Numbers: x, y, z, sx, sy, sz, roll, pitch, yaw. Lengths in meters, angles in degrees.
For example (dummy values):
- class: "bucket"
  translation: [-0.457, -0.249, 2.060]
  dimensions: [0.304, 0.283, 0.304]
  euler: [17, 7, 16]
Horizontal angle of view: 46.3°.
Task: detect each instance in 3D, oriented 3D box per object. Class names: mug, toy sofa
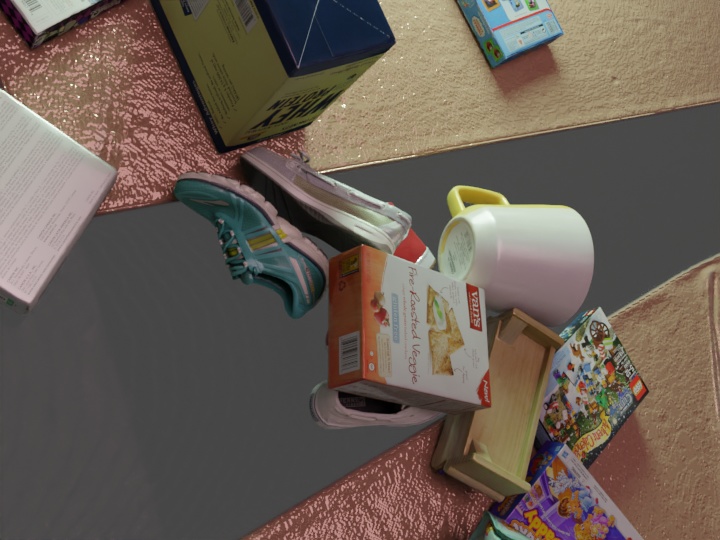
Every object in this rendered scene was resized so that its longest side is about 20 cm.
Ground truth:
- class: "mug"
  translation: [0.169, -0.017, 1.035]
  dimensions: [0.150, 0.186, 0.153]
  euler: [7, 98, -27]
- class: "toy sofa"
  translation: [0.160, 0.156, 0.978]
  dimensions: [0.082, 0.097, 0.203]
  euler: [29, 60, -14]

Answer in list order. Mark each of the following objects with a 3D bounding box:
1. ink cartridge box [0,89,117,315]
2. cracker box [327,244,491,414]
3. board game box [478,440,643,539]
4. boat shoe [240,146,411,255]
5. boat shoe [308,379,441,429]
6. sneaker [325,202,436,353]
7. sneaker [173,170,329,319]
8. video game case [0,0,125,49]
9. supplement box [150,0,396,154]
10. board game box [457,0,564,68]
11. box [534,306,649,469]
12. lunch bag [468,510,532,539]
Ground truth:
- class: "ink cartridge box"
  translation: [-0.345, -0.081, 0.766]
  dimensions: [0.198, 0.050, 0.163]
  euler: [34, 59, -15]
- class: "cracker box"
  translation: [0.055, 0.068, 0.882]
  dimensions: [0.198, 0.057, 0.137]
  euler: [18, 62, -42]
- class: "board game box"
  translation: [0.251, 0.325, 0.996]
  dimensions: [0.134, 0.045, 0.201]
  euler: [-44, 100, -18]
- class: "boat shoe"
  translation: [-0.041, -0.078, 0.909]
  dimensions: [0.199, 0.075, 0.065]
  euler: [30, 65, 14]
- class: "boat shoe"
  translation: [0.041, 0.138, 0.929]
  dimensions: [0.196, 0.065, 0.075]
  euler: [-9, 79, -34]
- class: "sneaker"
  translation: [0.000, 0.000, 0.945]
  dimensions: [0.113, 0.071, 0.200]
  euler: [54, 47, -11]
- class: "sneaker"
  translation: [-0.115, -0.029, 0.881]
  dimensions: [0.199, 0.077, 0.081]
  euler: [39, 66, -16]
- class: "video game case"
  translation: [-0.327, -0.355, 0.870]
  dimensions: [0.201, 0.036, 0.181]
  euler: [52, 55, -8]
- class: "supplement box"
  translation: [-0.100, -0.267, 0.888]
  dimensions: [0.133, 0.199, 0.204]
  euler: [-23, 87, -35]
- class: "board game box"
  translation: [0.201, -0.411, 1.232]
  dimensions: [0.150, 0.036, 0.203]
  euler: [-28, 91, -36]
- class: "box"
  translation: [0.286, 0.159, 1.099]
  dimensions: [0.199, 0.037, 0.138]
  euler: [-36, 95, -36]
- class: "lunch bag"
  translation: [0.156, 0.389, 0.880]
  dimensions: [0.169, 0.122, 0.202]
  euler: [34, 85, -18]
